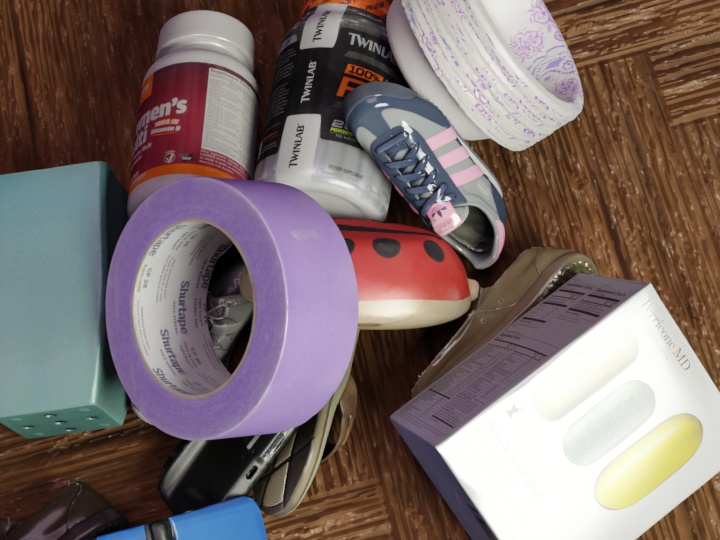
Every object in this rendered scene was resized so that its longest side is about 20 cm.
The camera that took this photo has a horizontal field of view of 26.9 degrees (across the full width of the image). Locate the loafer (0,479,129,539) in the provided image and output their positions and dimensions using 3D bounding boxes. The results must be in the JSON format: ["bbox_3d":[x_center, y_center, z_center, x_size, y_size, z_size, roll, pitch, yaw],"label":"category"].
[{"bbox_3d":[-0.287,0.244,1.243,0.199,0.073,0.071,-31,56,-12],"label":"loafer"}]

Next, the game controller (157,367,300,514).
[{"bbox_3d":[-0.090,0.124,1.246,0.201,0.042,0.104,-53,43,-3],"label":"game controller"}]

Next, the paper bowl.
[{"bbox_3d":[0.099,-0.195,1.310,0.104,0.200,0.202,-30,63,24],"label":"paper bowl"}]

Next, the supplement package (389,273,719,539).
[{"bbox_3d":[0.156,0.123,1.155,0.199,0.151,0.152,-36,99,-8],"label":"supplement package"}]

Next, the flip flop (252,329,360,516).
[{"bbox_3d":[-0.032,0.116,1.263,0.081,0.057,0.201,-20,41,44],"label":"flip flop"}]

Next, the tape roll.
[{"bbox_3d":[-0.102,0.029,1.170,0.199,0.085,0.202,0,90,40],"label":"tape roll"}]

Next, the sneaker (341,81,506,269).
[{"bbox_3d":[0.060,-0.078,1.257,0.070,0.200,0.082,-32,40,27],"label":"sneaker"}]

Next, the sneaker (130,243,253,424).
[{"bbox_3d":[-0.137,0.040,1.296,0.074,0.082,0.201,28,73,18],"label":"sneaker"}]

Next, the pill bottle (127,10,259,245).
[{"bbox_3d":[-0.146,-0.127,1.350,0.108,0.110,0.202,-2,59,7],"label":"pill bottle"}]

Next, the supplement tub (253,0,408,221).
[{"bbox_3d":[-0.022,-0.140,1.337,0.121,0.123,0.202,5,68,10],"label":"supplement tub"}]

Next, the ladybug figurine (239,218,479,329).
[{"bbox_3d":[0.000,0.000,1.244,0.198,0.136,0.073,3,107,-4],"label":"ladybug figurine"}]

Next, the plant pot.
[{"bbox_3d":[-0.264,0.033,1.290,0.140,0.141,0.202,-7,72,4],"label":"plant pot"}]

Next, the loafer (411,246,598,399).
[{"bbox_3d":[0.116,0.059,1.264,0.200,0.076,0.067,-43,33,-4],"label":"loafer"}]

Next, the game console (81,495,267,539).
[{"bbox_3d":[-0.146,0.291,1.148,0.169,0.118,0.202,-15,84,4],"label":"game console"}]
